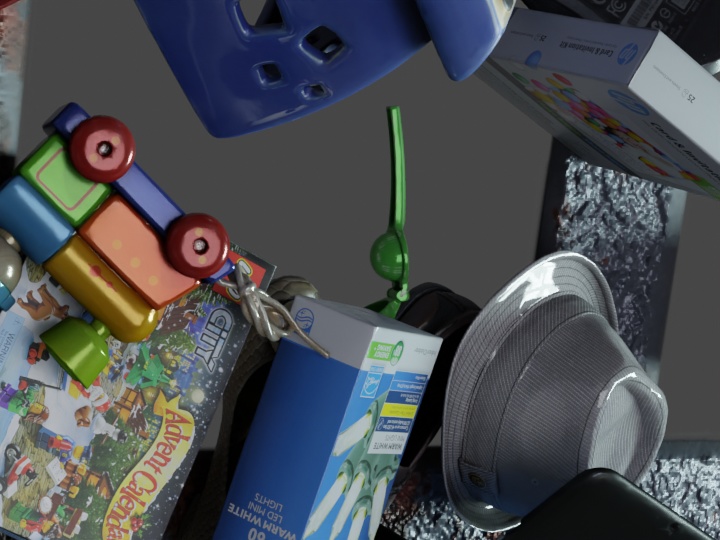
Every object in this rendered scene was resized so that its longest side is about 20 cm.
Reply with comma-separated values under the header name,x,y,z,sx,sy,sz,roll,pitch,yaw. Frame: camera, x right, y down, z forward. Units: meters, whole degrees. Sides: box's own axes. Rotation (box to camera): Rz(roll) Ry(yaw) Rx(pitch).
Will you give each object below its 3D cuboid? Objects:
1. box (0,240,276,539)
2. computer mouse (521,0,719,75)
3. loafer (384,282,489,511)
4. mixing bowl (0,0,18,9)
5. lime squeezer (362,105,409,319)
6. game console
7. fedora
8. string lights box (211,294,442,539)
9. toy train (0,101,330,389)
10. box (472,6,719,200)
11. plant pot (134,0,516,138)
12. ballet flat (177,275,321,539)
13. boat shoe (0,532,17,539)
name,x,y,z,sx,sy,sz,roll,pitch,yaw
box,-0.147,0.057,0.966,0.136,0.038,0.201,28,73,-21
computer mouse,0.149,-0.187,1.084,0.200,0.053,0.139,39,71,4
loafer,0.013,0.099,1.095,0.072,0.063,0.201,36,81,-31
mixing bowl,-0.198,-0.223,0.870,0.198,0.108,0.202,-7,103,-29
lime squeezer,0.000,0.000,1.089,0.070,0.038,0.201,28,86,-1
game console,0.137,0.191,1.124,0.199,0.175,0.117,35,82,-31
fedora,0.137,0.097,1.116,0.176,0.090,0.201,-34,137,-34
string lights box,-0.026,0.121,1.016,0.103,0.059,0.202,12,97,-64
toy train,-0.119,0.018,0.921,0.116,0.085,0.200,-47,104,-11
box,0.159,-0.101,1.058,0.155,0.200,0.041,33,84,-32
plant pot,-0.011,-0.210,0.883,0.201,0.178,0.201,63,35,-38
ballet flat,-0.062,0.101,1.042,0.067,0.046,0.202,11,105,-33
boat shoe,-0.169,0.171,0.999,0.073,0.065,0.202,-24,111,-23
